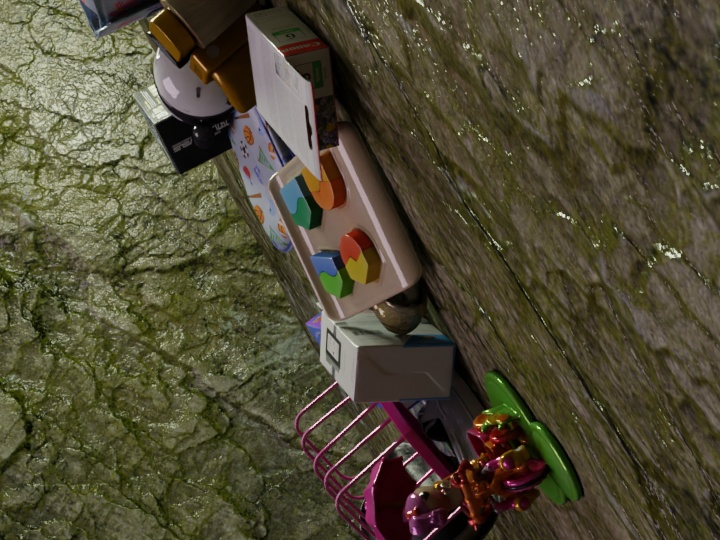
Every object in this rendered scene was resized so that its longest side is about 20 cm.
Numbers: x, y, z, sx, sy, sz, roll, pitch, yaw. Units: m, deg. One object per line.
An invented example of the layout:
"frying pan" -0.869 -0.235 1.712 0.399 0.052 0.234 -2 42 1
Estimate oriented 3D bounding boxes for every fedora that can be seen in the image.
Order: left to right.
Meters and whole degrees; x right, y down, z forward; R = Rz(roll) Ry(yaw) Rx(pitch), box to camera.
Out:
"fedora" 0.077 0.277 1.698 0.201 0.200 0.092 51 165 57

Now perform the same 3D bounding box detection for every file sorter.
"file sorter" 0.020 0.223 1.584 0.139 0.125 0.200 49 -179 -27

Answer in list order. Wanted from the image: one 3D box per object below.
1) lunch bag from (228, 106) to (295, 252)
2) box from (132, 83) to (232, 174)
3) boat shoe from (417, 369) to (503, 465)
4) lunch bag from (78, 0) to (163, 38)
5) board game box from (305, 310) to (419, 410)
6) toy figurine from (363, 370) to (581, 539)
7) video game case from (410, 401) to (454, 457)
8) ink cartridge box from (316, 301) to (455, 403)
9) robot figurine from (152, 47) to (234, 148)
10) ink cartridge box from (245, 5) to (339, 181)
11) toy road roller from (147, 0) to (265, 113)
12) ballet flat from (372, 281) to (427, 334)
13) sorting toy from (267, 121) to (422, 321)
"lunch bag" -0.092 -0.127 1.690 0.200 0.076 0.160 63 156 12
"box" -0.225 -0.234 1.952 0.086 0.164 0.200 65 171 -25
"boat shoe" 0.103 0.171 1.551 0.200 0.068 0.072 54 170 45
"lunch bag" -0.271 -0.381 1.659 0.127 0.170 0.200 58 165 23
"board game box" 0.004 0.122 1.861 0.135 0.045 0.200 56 167 -12
"toy figurine" 0.094 0.212 1.307 0.150 0.184 0.200 63 172 -15
"video game case" 0.119 0.238 1.881 0.200 0.023 0.182 59 172 21
"ink cartridge box" 0.022 0.090 1.560 0.200 0.116 0.068 -138 50 -70
"robot figurine" -0.201 -0.250 1.729 0.150 0.125 0.200 51 175 -4
"ink cartridge box" -0.058 -0.179 1.344 0.200 0.050 0.109 -129 28 -54
"toy road roller" -0.145 -0.259 1.502 0.146 0.123 0.200 48 175 -6
"ballet flat" 0.014 -0.024 1.498 0.200 0.071 0.071 60 173 15
"sorting toy" -0.027 -0.045 1.446 0.200 0.036 0.185 -29 85 60
